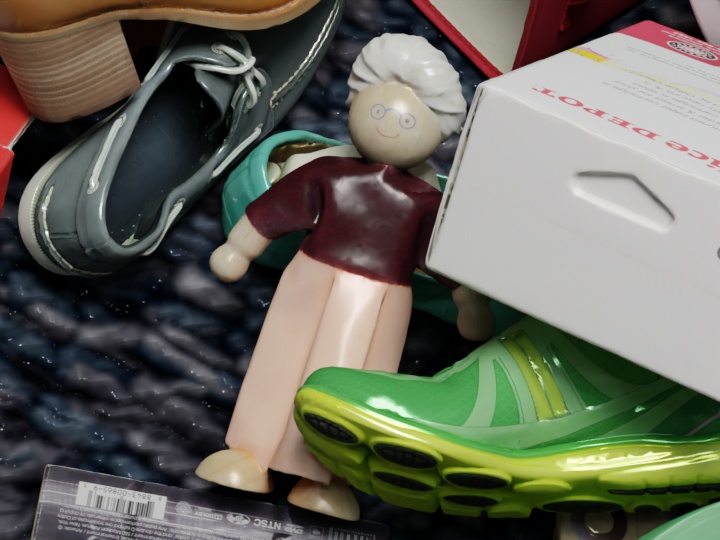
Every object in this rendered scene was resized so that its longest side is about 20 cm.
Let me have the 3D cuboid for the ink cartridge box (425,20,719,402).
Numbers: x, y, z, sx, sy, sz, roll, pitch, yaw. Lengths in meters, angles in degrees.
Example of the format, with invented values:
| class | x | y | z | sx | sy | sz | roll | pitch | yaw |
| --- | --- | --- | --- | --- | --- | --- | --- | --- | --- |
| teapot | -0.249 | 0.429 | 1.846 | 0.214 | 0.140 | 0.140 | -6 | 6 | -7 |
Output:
| class | x | y | z | sx | sy | sz | roll | pitch | yaw |
| --- | --- | --- | --- | --- | --- | --- | --- | --- | --- |
| ink cartridge box | 0.135 | -0.030 | 1.224 | 0.147 | 0.086 | 0.200 | 24 | 23 | 19 |

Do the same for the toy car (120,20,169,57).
| class | x | y | z | sx | sy | sz | roll | pitch | yaw |
| --- | --- | --- | --- | --- | --- | --- | --- | --- | --- |
| toy car | -0.130 | -0.187 | 1.350 | 0.200 | 0.184 | 0.177 | 46 | 59 | -16 |

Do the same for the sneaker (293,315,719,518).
| class | x | y | z | sx | sy | sz | roll | pitch | yaw |
| --- | --- | --- | --- | --- | --- | --- | --- | --- | --- |
| sneaker | 0.068 | 0.054 | 1.218 | 0.199 | 0.074 | 0.084 | 3 | 67 | -14 |

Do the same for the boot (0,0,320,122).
| class | x | y | z | sx | sy | sz | roll | pitch | yaw |
| --- | --- | --- | --- | --- | --- | --- | --- | --- | --- |
| boot | -0.084 | -0.171 | 1.256 | 0.200 | 0.156 | 0.077 | -29 | 41 | -16 |

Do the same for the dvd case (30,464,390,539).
| class | x | y | z | sx | sy | sz | roll | pitch | yaw |
| --- | --- | --- | --- | --- | --- | --- | --- | --- | --- |
| dvd case | -0.072 | 0.182 | 1.206 | 0.148 | 0.016 | 0.200 | 10 | 59 | -4 |

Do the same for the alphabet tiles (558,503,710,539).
| class | x | y | z | sx | sy | sz | roll | pitch | yaw |
| --- | --- | --- | --- | --- | --- | --- | --- | --- | --- |
| alphabet tiles | 0.164 | 0.098 | 1.264 | 0.167 | 0.008 | 0.201 | 5 | 65 | -9 |

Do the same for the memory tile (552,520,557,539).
| class | x | y | z | sx | sy | sz | roll | pitch | yaw |
| --- | --- | --- | --- | --- | --- | --- | --- | --- | --- |
| memory tile | 0.167 | 0.081 | 1.294 | 0.200 | 0.017 | 0.153 | -29 | 74 | -23 |

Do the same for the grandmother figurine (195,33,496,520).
| class | x | y | z | sx | sy | sz | roll | pitch | yaw |
| --- | --- | --- | --- | --- | --- | --- | --- | --- | --- |
| grandmother figurine | 0.000 | 0.000 | 1.247 | 0.121 | 0.061 | 0.201 | 15 | 91 | -8 |

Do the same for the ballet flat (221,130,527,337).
| class | x | y | z | sx | sy | sz | roll | pitch | yaw |
| --- | --- | --- | --- | --- | --- | --- | --- | --- | --- |
| ballet flat | 0.038 | -0.015 | 1.305 | 0.199 | 0.070 | 0.068 | 13 | 59 | -2 |

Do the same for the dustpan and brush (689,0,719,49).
| class | x | y | z | sx | sy | sz | roll | pitch | yaw |
| --- | --- | --- | --- | --- | --- | --- | --- | --- | --- |
| dustpan and brush | 0.215 | -0.085 | 1.357 | 0.139 | 0.057 | 0.201 | -32 | 110 | -51 |

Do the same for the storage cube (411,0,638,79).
| class | x | y | z | sx | sy | sz | roll | pitch | yaw |
| --- | --- | --- | --- | --- | --- | --- | --- | --- | --- |
| storage cube | 0.089 | -0.227 | 1.378 | 0.180 | 0.171 | 0.200 | -35 | 70 | -26 |

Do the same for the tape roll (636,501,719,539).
| class | x | y | z | sx | sy | sz | roll | pitch | yaw |
| --- | --- | --- | --- | --- | --- | --- | --- | --- | --- |
| tape roll | 0.170 | 0.189 | 1.188 | 0.200 | 0.048 | 0.201 | 2 | 79 | -11 |

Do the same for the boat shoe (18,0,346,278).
| class | x | y | z | sx | sy | sz | roll | pitch | yaw |
| --- | --- | --- | --- | --- | --- | --- | --- | --- | --- |
| boat shoe | -0.065 | -0.072 | 1.312 | 0.200 | 0.062 | 0.073 | -47 | 113 | -23 |

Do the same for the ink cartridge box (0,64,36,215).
| class | x | y | z | sx | sy | sz | roll | pitch | yaw |
| --- | --- | --- | --- | --- | --- | --- | --- | --- | --- |
| ink cartridge box | -0.226 | -0.017 | 1.257 | 0.116 | 0.067 | 0.200 | 26 | 50 | 6 |
